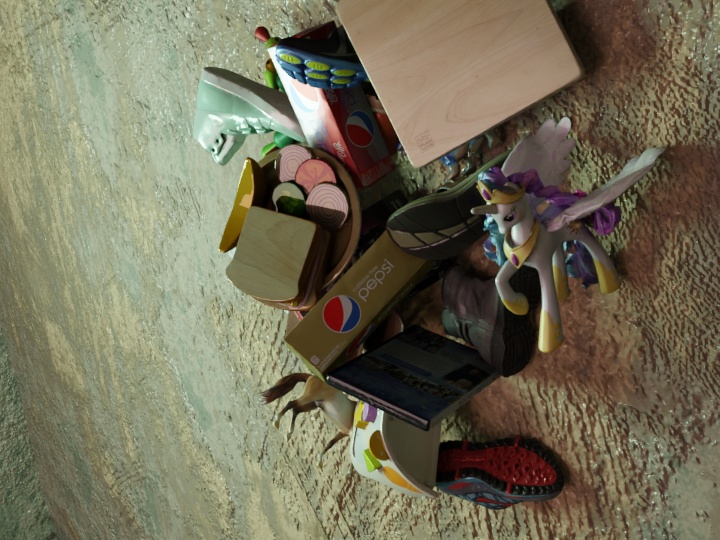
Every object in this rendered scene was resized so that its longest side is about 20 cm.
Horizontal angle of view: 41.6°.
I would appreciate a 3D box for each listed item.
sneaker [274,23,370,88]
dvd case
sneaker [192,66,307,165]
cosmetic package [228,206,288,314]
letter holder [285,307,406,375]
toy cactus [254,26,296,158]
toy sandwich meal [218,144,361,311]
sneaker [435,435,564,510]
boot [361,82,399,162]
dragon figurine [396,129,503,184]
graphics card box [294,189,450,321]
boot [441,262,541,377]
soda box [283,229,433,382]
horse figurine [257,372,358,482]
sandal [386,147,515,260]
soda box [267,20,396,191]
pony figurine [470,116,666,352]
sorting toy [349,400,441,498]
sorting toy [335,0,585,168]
[{"bbox_3d":[-0.004,-0.259,1.085,0.071,0.199,0.083,140,118,-71],"label":"sneaker"},{"bbox_3d":[0.072,0.125,1.153,0.143,0.200,0.018,21,116,29],"label":"dvd case"},{"bbox_3d":[-0.143,-0.187,1.283,0.200,0.074,0.118,29,115,26],"label":"sneaker"},{"bbox_3d":[-0.120,-0.018,1.472,0.200,0.071,0.101,42,138,34],"label":"cosmetic package"},{"bbox_3d":[-0.022,0.085,1.327,0.142,0.101,0.200,54,159,18],"label":"letter holder"},{"bbox_3d":[-0.109,-0.229,1.339,0.165,0.102,0.200,31,123,28],"label":"toy cactus"},{"bbox_3d":[-0.092,-0.054,1.148,0.205,0.070,0.205,-1,88,27],"label":"toy sandwich meal"},{"bbox_3d":[0.183,0.268,1.234,0.200,0.079,0.096,-2,142,42],"label":"sneaker"},{"bbox_3d":[-0.021,-0.207,1.240,0.200,0.075,0.107,32,136,39],"label":"boot"},{"bbox_3d":[0.110,-0.169,1.091,0.099,0.059,0.200,58,145,14],"label":"dragon figurine"},{"bbox_3d":[0.000,0.000,1.213,0.126,0.200,0.051,58,173,17],"label":"graphics card box"},{"bbox_3d":[0.149,0.021,1.139,0.132,0.070,0.200,38,132,43],"label":"boot"},{"bbox_3d":[0.000,0.038,1.140,0.064,0.200,0.068,40,170,12],"label":"soda box"},{"bbox_3d":[-0.049,0.211,1.376,0.200,0.133,0.050,38,153,-8],"label":"horse figurine"},{"bbox_3d":[0.124,-0.076,1.083,0.201,0.057,0.080,-27,111,20],"label":"sandal"},{"bbox_3d":[-0.034,-0.195,1.158,0.070,0.063,0.200,-4,115,49],"label":"soda box"},{"bbox_3d":[0.199,-0.049,0.952,0.167,0.193,0.200,21,143,50],"label":"pony figurine"},{"bbox_3d":[0.034,0.206,1.287,0.180,0.107,0.200,144,137,-62],"label":"sorting toy"},{"bbox_3d":[0.107,-0.241,0.990,0.200,0.070,0.199,-28,87,27],"label":"sorting toy"}]
